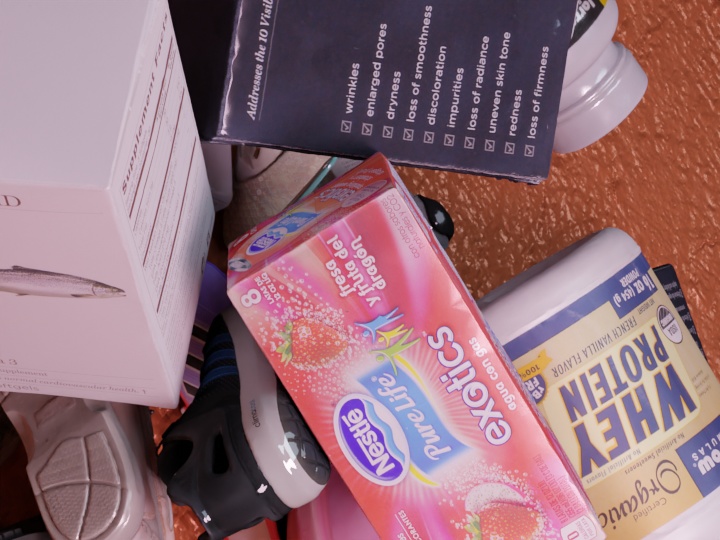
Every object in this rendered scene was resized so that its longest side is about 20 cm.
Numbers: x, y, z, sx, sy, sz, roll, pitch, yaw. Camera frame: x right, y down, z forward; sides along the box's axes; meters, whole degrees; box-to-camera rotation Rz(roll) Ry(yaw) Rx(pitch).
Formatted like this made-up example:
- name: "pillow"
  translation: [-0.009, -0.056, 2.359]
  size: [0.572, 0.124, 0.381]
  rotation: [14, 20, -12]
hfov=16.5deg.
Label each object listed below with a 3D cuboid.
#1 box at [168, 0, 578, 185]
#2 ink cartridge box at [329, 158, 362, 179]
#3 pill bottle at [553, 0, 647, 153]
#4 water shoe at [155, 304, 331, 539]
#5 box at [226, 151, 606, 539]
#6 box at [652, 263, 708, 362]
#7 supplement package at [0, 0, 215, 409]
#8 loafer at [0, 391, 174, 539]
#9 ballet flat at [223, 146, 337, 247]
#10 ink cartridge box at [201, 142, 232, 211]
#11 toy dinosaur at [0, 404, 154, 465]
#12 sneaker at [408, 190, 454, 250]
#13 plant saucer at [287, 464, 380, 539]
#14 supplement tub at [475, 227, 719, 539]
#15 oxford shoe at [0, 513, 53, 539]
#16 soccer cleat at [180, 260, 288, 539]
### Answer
- name: "box"
  translation: [0.001, -0.159, 1.265]
  size: [0.195, 0.124, 0.202]
  rotation: [6, 97, -32]
- name: "ink cartridge box"
  translation: [0.002, -0.162, 1.450]
  size: [0.200, 0.145, 0.085]
  rotation: [52, 25, -42]
- name: "pill bottle"
  translation: [0.100, -0.177, 1.631]
  size: [0.200, 0.111, 0.112]
  rotation: [49, 44, -20]
- name: "water shoe"
  translation: [-0.068, 0.072, 1.223]
  size: [0.072, 0.079, 0.200]
  rotation: [60, 1, -14]
- name: "box"
  translation: [0.025, 0.056, 1.194]
  size: [0.201, 0.094, 0.103]
  rotation: [58, 5, -13]
- name: "box"
  translation: [0.168, 0.109, 1.547]
  size: [0.201, 0.106, 0.148]
  rotation: [70, 17, 4]
- name: "supplement package"
  translation: [-0.142, -0.036, 1.143]
  size: [0.200, 0.116, 0.118]
  rotation: [80, 17, -58]
- name: "loafer"
  translation: [-0.140, 0.062, 1.248]
  size: [0.063, 0.072, 0.201]
  rotation: [38, 29, -53]
- name: "ballet flat"
  translation: [-0.027, -0.096, 1.413]
  size: [0.062, 0.200, 0.068]
  rotation: [36, 22, -21]
- name: "ink cartridge box"
  translation: [-0.156, -0.148, 1.393]
  size: [0.199, 0.040, 0.202]
  rotation: [21, 58, -41]
- name: "toy dinosaur"
  translation: [-0.149, 0.042, 1.314]
  size: [0.088, 0.047, 0.201]
  rotation: [26, 56, -17]
- name: "sneaker"
  translation: [0.000, 0.000, 1.375]
  size: [0.075, 0.115, 0.200]
  rotation: [59, 4, -16]
- name: "plant saucer"
  translation: [0.031, 0.159, 1.328]
  size: [0.200, 0.051, 0.202]
  rotation: [30, 45, -36]
- name: "supplement tub"
  translation: [0.129, 0.095, 1.328]
  size: [0.144, 0.144, 0.201]
  rotation: [-32, 91, -49]
- name: "oxford shoe"
  translation: [-0.173, 0.169, 1.211]
  size: [0.199, 0.072, 0.085]
  rotation: [-15, 86, -49]
- name: "soccer cleat"
  translation: [-0.057, 0.086, 1.369]
  size: [0.066, 0.076, 0.202]
  rotation: [-2, 75, -47]
